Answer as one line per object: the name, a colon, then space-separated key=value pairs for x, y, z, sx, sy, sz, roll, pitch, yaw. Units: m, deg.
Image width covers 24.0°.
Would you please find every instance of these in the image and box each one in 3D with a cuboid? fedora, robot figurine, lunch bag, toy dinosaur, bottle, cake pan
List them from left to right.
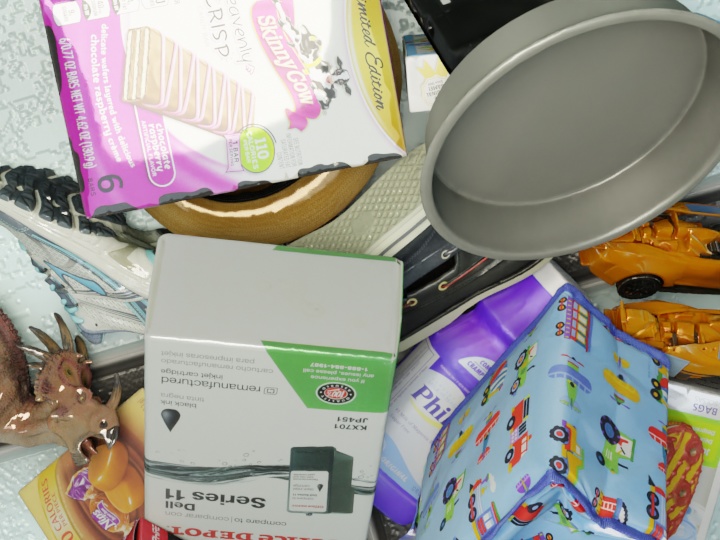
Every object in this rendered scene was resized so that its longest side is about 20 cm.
toy dinosaur: x=-0.251 y=0.058 z=1.130 sx=0.135 sy=0.086 sz=0.200 roll=-40 pitch=93 yaw=8
fedora: x=-0.070 y=-0.115 z=1.090 sx=0.198 sy=0.082 sz=0.203 roll=0 pitch=99 yaw=-2
bottle: x=0.071 y=0.077 z=1.138 sx=0.083 sy=0.065 sz=0.200 roll=41 pitch=99 yaw=-14
lunch bag: x=0.083 y=0.131 z=1.011 sx=0.094 sy=0.151 sz=0.200 roll=35 pitch=130 yaw=-20
cake pan: x=0.123 y=-0.083 z=0.955 sx=0.198 sy=0.037 sz=0.201 roll=-14 pitch=145 yaw=-10
robot figurine: x=0.239 y=0.017 z=1.082 sx=0.198 sy=0.058 sz=0.146 roll=3 pitch=58 yaw=-16

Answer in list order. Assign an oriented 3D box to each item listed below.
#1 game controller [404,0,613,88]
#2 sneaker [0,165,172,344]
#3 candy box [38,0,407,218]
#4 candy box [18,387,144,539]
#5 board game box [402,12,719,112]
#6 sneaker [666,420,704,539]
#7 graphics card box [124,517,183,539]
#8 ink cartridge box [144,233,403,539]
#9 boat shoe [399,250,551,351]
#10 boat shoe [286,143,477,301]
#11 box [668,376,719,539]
game controller: x=0.081 y=-0.171 z=1.020 sx=0.103 sy=0.201 sz=0.042 roll=-26 pitch=125 yaw=3
sneaker: x=-0.181 y=0.002 z=1.121 sx=0.198 sy=0.078 sz=0.087 roll=27 pitch=109 yaw=-3
candy box: x=-0.080 y=-0.118 z=1.016 sx=0.198 sy=0.061 sz=0.138 roll=-12 pitch=99 yaw=-1
candy box: x=-0.125 y=0.194 z=1.133 sx=0.116 sy=0.056 sz=0.201 roll=-38 pitch=74 yaw=6
board game box: x=0.126 y=-0.132 z=1.058 sx=0.197 sy=0.135 sz=0.035 roll=-4 pitch=103 yaw=2
sneaker: x=0.131 y=0.163 z=1.053 sx=0.200 sy=0.077 sz=0.073 roll=-42 pitch=116 yaw=-6
graphics card box: x=-0.085 y=0.254 z=1.052 sx=0.199 sy=0.051 sz=0.126 roll=30 pitch=103 yaw=-14
ink cartridge box: x=-0.056 y=0.082 z=1.017 sx=0.145 sy=0.084 sz=0.201 roll=5 pitch=136 yaw=-2
boat shoe: x=0.069 y=-0.023 z=1.107 sx=0.201 sy=0.074 sz=0.063 roll=-36 pitch=138 yaw=9
boat shoe: x=0.000 y=0.000 z=1.060 sx=0.199 sy=0.075 sz=0.062 roll=-39 pitch=131 yaw=18
box: x=0.171 y=0.154 z=1.135 sx=0.111 sy=0.101 sz=0.202 roll=14 pitch=102 yaw=-2
